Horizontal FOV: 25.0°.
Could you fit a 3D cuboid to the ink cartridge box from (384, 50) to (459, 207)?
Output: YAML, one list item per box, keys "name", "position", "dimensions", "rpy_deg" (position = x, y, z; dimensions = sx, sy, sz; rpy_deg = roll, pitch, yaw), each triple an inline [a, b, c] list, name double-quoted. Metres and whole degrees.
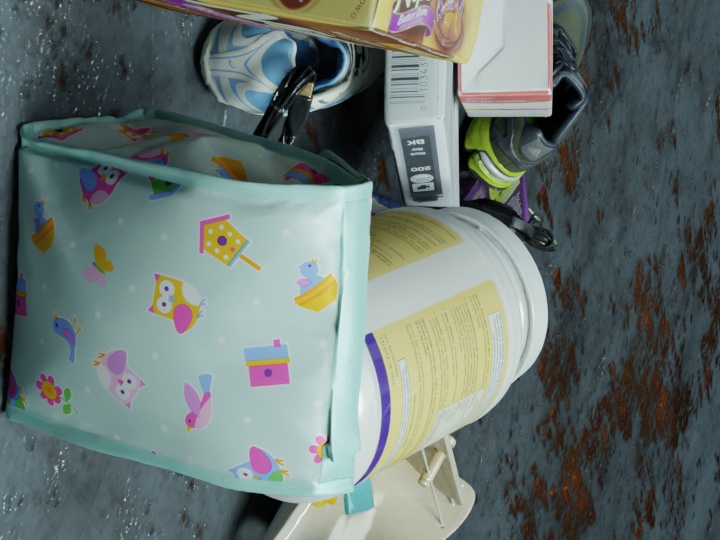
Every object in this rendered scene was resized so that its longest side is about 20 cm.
- name: "ink cartridge box"
  position: [0.044, -0.151, 1.093]
  dimensions: [0.200, 0.043, 0.199]
  rpy_deg: [70, 20, -70]

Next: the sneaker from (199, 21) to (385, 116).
- name: "sneaker"
  position: [-0.024, -0.132, 1.026]
  dimensions: [0.200, 0.072, 0.072]
  rpy_deg: [-21, 119, -60]

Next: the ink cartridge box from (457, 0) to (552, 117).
- name: "ink cartridge box"
  position: [0.104, -0.172, 1.167]
  dimensions: [0.200, 0.067, 0.117]
  rpy_deg: [3, 86, -83]

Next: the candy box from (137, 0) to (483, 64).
- name: "candy box"
  position: [-0.050, -0.153, 0.819]
  dimensions: [0.117, 0.199, 0.057]
  rpy_deg: [4, 98, -63]

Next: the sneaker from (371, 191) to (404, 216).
- name: "sneaker"
  position: [0.000, 0.000, 1.130]
  dimensions: [0.200, 0.075, 0.088]
  rpy_deg: [37, 69, -61]

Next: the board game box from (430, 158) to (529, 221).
- name: "board game box"
  position: [0.084, -0.017, 1.340]
  dimensions: [0.200, 0.032, 0.120]
  rpy_deg: [-52, 140, -39]

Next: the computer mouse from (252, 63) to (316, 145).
- name: "computer mouse"
  position: [-0.049, -0.043, 0.983]
  dimensions: [0.059, 0.034, 0.200]
  rpy_deg: [-43, 161, -37]

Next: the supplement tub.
- name: "supplement tub"
  position: [0.008, 0.043, 0.993]
  dimensions: [0.200, 0.145, 0.146]
  rpy_deg: [-21, 121, -45]

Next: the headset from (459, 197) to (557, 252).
- name: "headset"
  position: [0.100, 0.003, 1.228]
  dimensions: [0.200, 0.094, 0.124]
  rpy_deg: [-68, 177, -64]

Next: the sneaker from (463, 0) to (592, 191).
- name: "sneaker"
  position: [0.157, -0.154, 1.329]
  dimensions: [0.074, 0.081, 0.201]
  rpy_deg: [38, 59, -27]

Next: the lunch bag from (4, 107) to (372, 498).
- name: "lunch bag"
  position: [-0.077, 0.015, 0.838]
  dimensions: [0.122, 0.199, 0.171]
  rpy_deg: [-17, 116, -54]

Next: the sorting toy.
- name: "sorting toy"
  position: [-0.013, 0.165, 1.166]
  dimensions: [0.180, 0.107, 0.200]
  rpy_deg: [-52, 153, -21]
